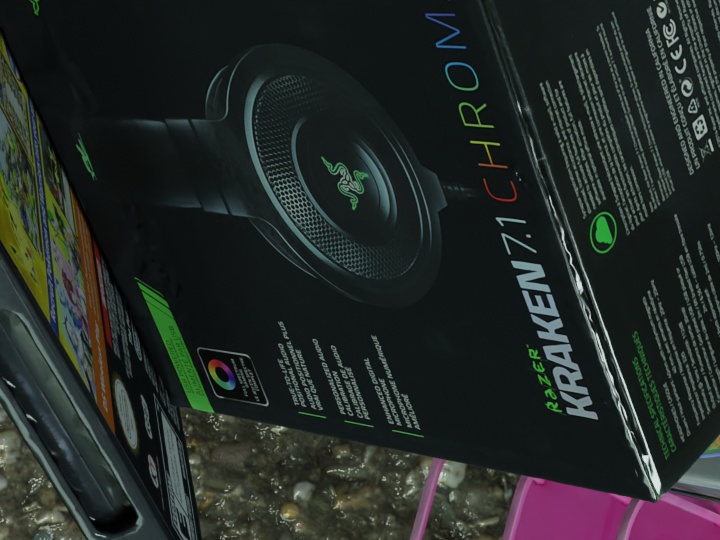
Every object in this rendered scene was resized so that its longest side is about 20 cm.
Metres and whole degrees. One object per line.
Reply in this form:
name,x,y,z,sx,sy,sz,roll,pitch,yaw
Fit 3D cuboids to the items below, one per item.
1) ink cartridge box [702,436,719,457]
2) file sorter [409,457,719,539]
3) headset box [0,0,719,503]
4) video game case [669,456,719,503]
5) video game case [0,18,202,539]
ink cartridge box,0.192,0.012,0.641,0.119,0.042,0.200,-4,147,-24
file sorter,0.123,0.158,0.893,0.200,0.139,0.125,10,169,31
headset box,0.002,-0.047,0.561,0.200,0.093,0.174,8,128,45
video game case,0.190,0.099,0.935,0.200,0.023,0.182,17,173,-31
video game case,-0.096,-0.024,0.607,0.025,0.200,0.181,-19,133,3
